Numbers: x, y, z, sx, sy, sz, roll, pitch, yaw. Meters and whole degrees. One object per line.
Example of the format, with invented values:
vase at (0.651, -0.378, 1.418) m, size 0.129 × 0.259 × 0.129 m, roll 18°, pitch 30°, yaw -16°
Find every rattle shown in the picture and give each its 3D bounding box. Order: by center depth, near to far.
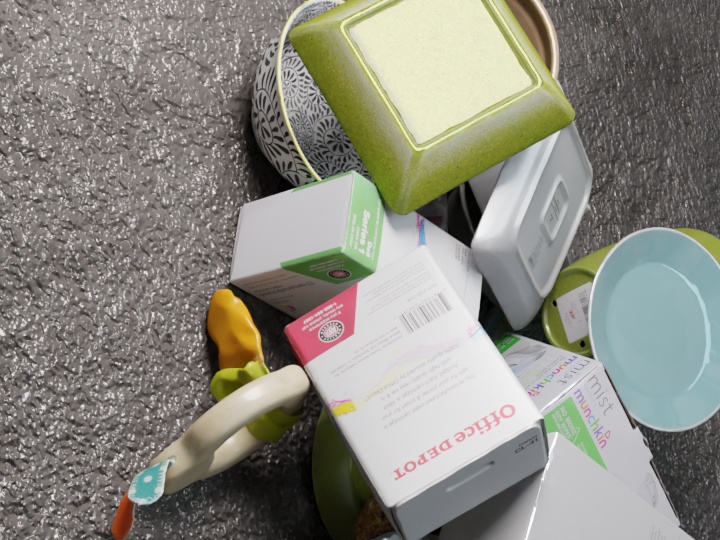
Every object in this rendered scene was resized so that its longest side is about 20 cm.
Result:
rattle at (-0.150, 0.111, 1.231) m, size 0.198 × 0.130 × 0.144 m, roll -28°, pitch 89°, yaw -24°

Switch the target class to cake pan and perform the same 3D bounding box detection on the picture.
cake pan at (0.164, -0.027, 1.639) m, size 0.199 × 0.037 × 0.202 m, roll 36°, pitch 36°, yaw -31°

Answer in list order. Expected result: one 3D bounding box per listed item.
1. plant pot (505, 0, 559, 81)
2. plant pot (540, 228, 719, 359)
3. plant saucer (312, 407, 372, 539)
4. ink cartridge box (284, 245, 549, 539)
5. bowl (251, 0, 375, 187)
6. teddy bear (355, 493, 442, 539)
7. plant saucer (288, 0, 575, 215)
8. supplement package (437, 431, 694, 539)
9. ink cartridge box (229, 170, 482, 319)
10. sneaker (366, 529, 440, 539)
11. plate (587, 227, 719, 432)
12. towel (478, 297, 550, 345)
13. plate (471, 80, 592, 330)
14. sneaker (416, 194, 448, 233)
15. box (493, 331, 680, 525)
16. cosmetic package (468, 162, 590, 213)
plant pot at (0.082, -0.189, 1.404) m, size 0.198 × 0.093 × 0.204 m, roll 1°, pitch 72°, yaw -5°
plant pot at (0.286, 0.044, 1.574) m, size 0.198 × 0.186 × 0.190 m, roll 4°, pitch 76°, yaw -46°
plant saucer at (0.034, 0.180, 1.429) m, size 0.198 × 0.031 × 0.203 m, roll 2°, pitch 87°, yaw -47°
ink cartridge box at (0.046, 0.102, 1.242) m, size 0.201 × 0.146 × 0.086 m, roll 58°, pitch -6°, yaw 33°
bowl at (-0.042, -0.149, 1.421) m, size 0.199 × 0.093 × 0.204 m, roll 19°, pitch 65°, yaw -47°
teddy bear at (0.080, 0.219, 1.381) m, size 0.198 × 0.067 × 0.146 m, roll -22°, pitch 140°, yaw -15°
plant saucer at (0.068, -0.182, 1.323) m, size 0.198 × 0.048 × 0.201 m, roll -28°, pitch 79°, yaw -15°
supplement package at (0.180, 0.248, 1.300) m, size 0.199 × 0.119 × 0.122 m, roll 39°, pitch 57°, yaw -25°
ink cartridge box at (0.000, 0.000, 1.384) m, size 0.199 × 0.144 × 0.085 m, roll 31°, pitch 56°, yaw -42°
sneaker at (0.059, 0.281, 1.302) m, size 0.198 × 0.076 × 0.088 m, roll 4°, pitch 41°, yaw -41°
plate at (0.298, 0.059, 1.478) m, size 0.198 × 0.025 × 0.203 m, roll 5°, pitch 81°, yaw -30°
towel at (0.160, 0.132, 1.616) m, size 0.172 × 0.048 × 0.200 m, roll 60°, pitch 41°, yaw -17°
plate at (0.179, -0.062, 1.465) m, size 0.202 × 0.032 × 0.200 m, roll -65°, pitch 153°, yaw -17°
sneaker at (0.058, -0.064, 1.532) m, size 0.202 × 0.079 × 0.089 m, roll -84°, pitch 164°, yaw -47°
box at (0.200, 0.179, 1.479) m, size 0.096 × 0.176 × 0.202 m, roll -35°, pitch 112°, yaw -17°
cosmetic package at (0.160, -0.138, 1.623) m, size 0.112 × 0.081 × 0.202 m, roll 7°, pitch 54°, yaw -54°
